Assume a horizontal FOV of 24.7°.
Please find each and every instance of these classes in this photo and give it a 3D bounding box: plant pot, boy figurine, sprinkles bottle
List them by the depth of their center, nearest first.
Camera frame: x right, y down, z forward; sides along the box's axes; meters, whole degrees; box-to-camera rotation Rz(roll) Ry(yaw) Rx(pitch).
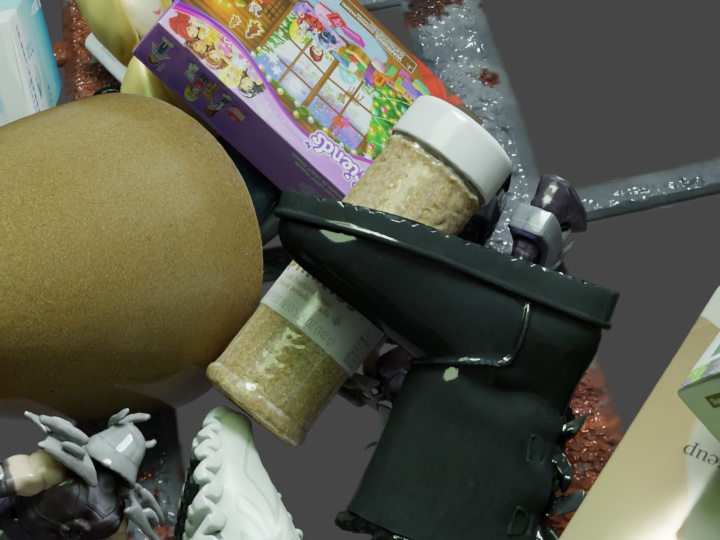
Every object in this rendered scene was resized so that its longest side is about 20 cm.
[{"bbox_3d":[-0.180,0.005,0.866,0.185,0.188,0.200,17,15,24],"label":"plant pot"},{"bbox_3d":[0.000,0.000,0.906,0.068,0.068,0.200,33,81,33],"label":"sprinkles bottle"},{"bbox_3d":[-0.097,-0.114,1.032,0.200,0.064,0.124,51,45,-3],"label":"boy figurine"}]

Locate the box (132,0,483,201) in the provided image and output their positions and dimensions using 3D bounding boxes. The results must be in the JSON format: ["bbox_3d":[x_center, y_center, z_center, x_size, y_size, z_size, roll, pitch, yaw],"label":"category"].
[{"bbox_3d":[-0.027,-0.112,1.014,0.200,0.039,0.137,42,48,-11],"label":"box"}]

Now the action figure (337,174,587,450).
[{"bbox_3d":[0.059,0.030,0.943,0.129,0.069,0.201,22,68,19],"label":"action figure"}]

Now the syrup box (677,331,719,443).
[{"bbox_3d":[0.250,0.093,0.766,0.200,0.081,0.079,47,61,-6],"label":"syrup box"}]

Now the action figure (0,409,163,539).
[{"bbox_3d":[-0.183,0.139,0.829,0.200,0.130,0.069,-42,36,-3],"label":"action figure"}]

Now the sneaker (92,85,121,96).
[{"bbox_3d":[-0.154,-0.038,1.030,0.070,0.083,0.200,-10,47,0],"label":"sneaker"}]

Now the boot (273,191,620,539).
[{"bbox_3d":[0.029,0.061,0.841,0.197,0.073,0.164,19,91,-5],"label":"boot"}]

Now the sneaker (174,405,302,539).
[{"bbox_3d":[-0.055,0.156,0.851,0.080,0.075,0.201,4,44,-13],"label":"sneaker"}]

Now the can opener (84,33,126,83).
[{"bbox_3d":[-0.128,-0.130,1.127,0.052,0.067,0.200,-31,55,-18],"label":"can opener"}]

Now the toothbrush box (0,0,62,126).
[{"bbox_3d":[-0.280,-0.124,1.075,0.145,0.086,0.200,-14,17,-3],"label":"toothbrush box"}]

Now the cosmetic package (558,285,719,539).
[{"bbox_3d":[0.185,0.112,0.840,0.105,0.071,0.200,21,54,25],"label":"cosmetic package"}]
